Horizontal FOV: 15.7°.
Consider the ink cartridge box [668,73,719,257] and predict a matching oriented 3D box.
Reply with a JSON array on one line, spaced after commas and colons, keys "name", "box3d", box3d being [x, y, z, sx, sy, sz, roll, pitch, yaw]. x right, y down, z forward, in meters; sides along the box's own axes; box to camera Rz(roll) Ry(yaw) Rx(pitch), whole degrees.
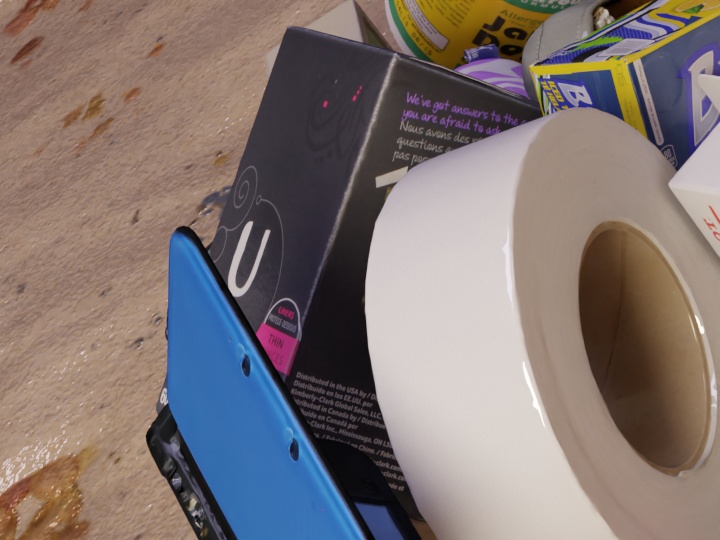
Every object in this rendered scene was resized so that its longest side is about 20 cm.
[{"name": "ink cartridge box", "box3d": [0.209, -0.012, 1.070, 0.068, 0.115, 0.200, -48, 30, -17]}]

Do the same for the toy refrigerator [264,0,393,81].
[{"name": "toy refrigerator", "box3d": [0.003, -0.063, 1.412, 0.070, 0.076, 0.200, -33, 30, 13]}]

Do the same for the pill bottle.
[{"name": "pill bottle", "box3d": [0.090, -0.178, 1.350, 0.113, 0.113, 0.200, -56, 1, -27]}]

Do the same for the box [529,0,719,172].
[{"name": "box", "box3d": [0.172, -0.099, 1.201, 0.200, 0.070, 0.064, -29, 19, -36]}]

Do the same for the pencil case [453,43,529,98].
[{"name": "pencil case", "box3d": [0.093, -0.038, 1.278, 0.085, 0.084, 0.200, -5, 27, -15]}]

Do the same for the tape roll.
[{"name": "tape roll", "box3d": [0.088, 0.040, 1.052, 0.071, 0.202, 0.203, -18, 36, 32]}]

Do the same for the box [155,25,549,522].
[{"name": "box", "box3d": [0.000, 0.000, 1.212, 0.122, 0.106, 0.200, 23, 94, 62]}]

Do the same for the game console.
[{"name": "game console", "box3d": [0.002, 0.097, 1.023, 0.118, 0.171, 0.200, -54, 46, 25]}]

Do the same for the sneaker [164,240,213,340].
[{"name": "sneaker", "box3d": [-0.064, 0.035, 1.376, 0.079, 0.075, 0.200, -35, 20, 30]}]

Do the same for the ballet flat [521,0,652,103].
[{"name": "ballet flat", "box3d": [0.161, -0.123, 1.275, 0.200, 0.067, 0.064, -30, 10, -38]}]
